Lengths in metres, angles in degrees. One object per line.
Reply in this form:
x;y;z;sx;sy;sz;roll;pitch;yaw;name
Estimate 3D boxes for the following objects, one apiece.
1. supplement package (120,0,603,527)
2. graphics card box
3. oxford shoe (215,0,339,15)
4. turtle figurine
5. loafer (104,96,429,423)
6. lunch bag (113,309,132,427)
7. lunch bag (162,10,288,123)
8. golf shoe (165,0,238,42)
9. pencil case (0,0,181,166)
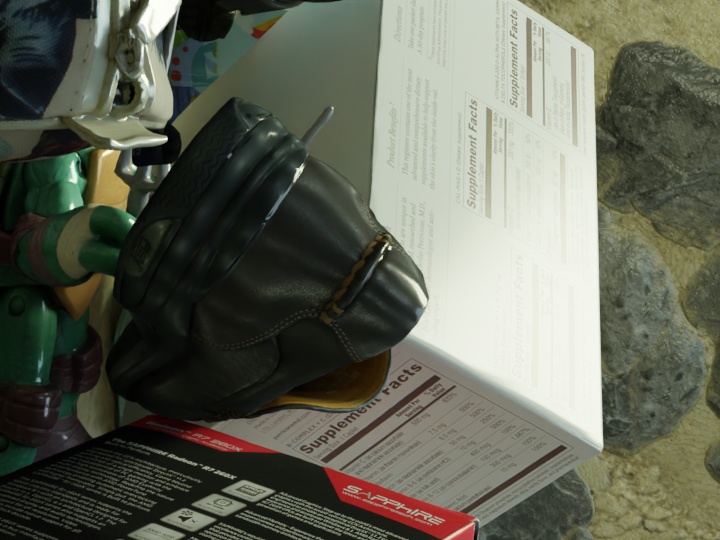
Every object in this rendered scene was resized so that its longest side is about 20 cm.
0.000;0.000;0.804;0.156;0.111;0.200;-38;-147;38;supplement package
-0.069;0.100;0.574;0.200;0.125;0.051;-19;120;-57;graphics card box
-0.042;-0.141;0.617;0.200;0.084;0.073;31;68;-54;oxford shoe
-0.087;-0.009;0.696;0.150;0.100;0.201;-28;140;-62;turtle figurine
-0.027;0.018;0.600;0.073;0.072;0.200;-55;176;-11;loafer
-0.029;0.036;0.984;0.200;0.077;0.161;-38;136;-43;lunch bag
-0.040;-0.154;0.980;0.161;0.082;0.201;-59;153;-69;lunch bag
-0.073;-0.187;0.804;0.088;0.077;0.201;-85;-175;-55;golf shoe
-0.074;-0.125;0.503;0.078;0.089;0.201;-2;98;-61;pencil case
